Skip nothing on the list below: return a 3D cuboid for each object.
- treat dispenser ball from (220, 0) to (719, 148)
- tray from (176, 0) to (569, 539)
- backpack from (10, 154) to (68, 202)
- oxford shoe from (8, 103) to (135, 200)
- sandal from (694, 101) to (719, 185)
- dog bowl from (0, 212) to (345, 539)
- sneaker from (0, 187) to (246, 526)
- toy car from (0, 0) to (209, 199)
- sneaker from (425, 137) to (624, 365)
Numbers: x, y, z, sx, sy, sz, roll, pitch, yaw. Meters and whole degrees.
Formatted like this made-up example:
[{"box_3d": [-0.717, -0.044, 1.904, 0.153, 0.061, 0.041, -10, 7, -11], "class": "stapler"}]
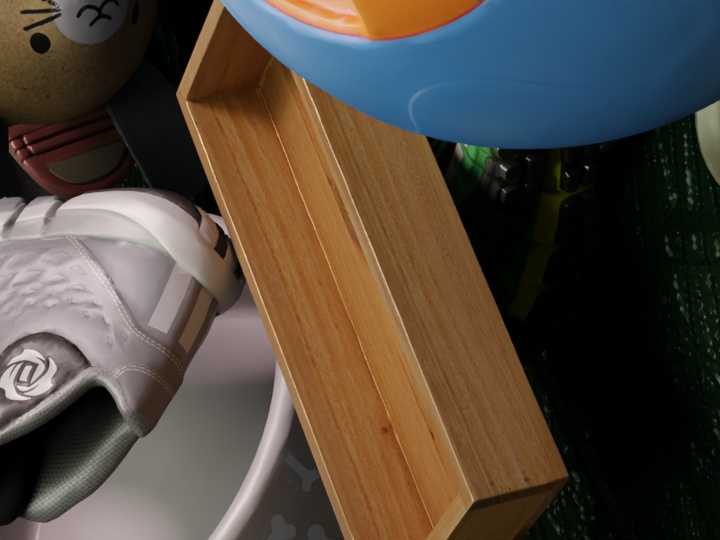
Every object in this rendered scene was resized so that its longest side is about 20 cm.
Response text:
[{"box_3d": [0.043, -0.131, 0.746, 0.201, 0.201, 0.201, 17, 111, 50], "class": "treat dispenser ball"}, {"box_3d": [0.000, 0.000, 0.917, 0.099, 0.037, 0.200, 119, 135, -57], "class": "tray"}, {"box_3d": [-0.223, -0.007, 1.229, 0.178, 0.150, 0.200, 52, 140, 30], "class": "backpack"}, {"box_3d": [-0.138, -0.107, 1.166, 0.074, 0.071, 0.200, 108, 142, -62], "class": "oxford shoe"}, {"box_3d": [0.130, -0.031, 0.763, 0.201, 0.057, 0.080, -167, 80, -67], "class": "sandal"}, {"box_3d": [-0.076, 0.068, 1.028, 0.200, 0.059, 0.200, -22, 51, 29], "class": "dog bowl"}, {"box_3d": [-0.139, 0.035, 0.998, 0.200, 0.075, 0.116, -7, 49, 37], "class": "sneaker"}, {"box_3d": [-0.109, -0.105, 1.047, 0.158, 0.164, 0.200, 15, 119, 51], "class": "toy car"}, {"box_3d": [0.040, -0.062, 0.918, 0.085, 0.078, 0.200, 50, 135, 35], "class": "sneaker"}]
